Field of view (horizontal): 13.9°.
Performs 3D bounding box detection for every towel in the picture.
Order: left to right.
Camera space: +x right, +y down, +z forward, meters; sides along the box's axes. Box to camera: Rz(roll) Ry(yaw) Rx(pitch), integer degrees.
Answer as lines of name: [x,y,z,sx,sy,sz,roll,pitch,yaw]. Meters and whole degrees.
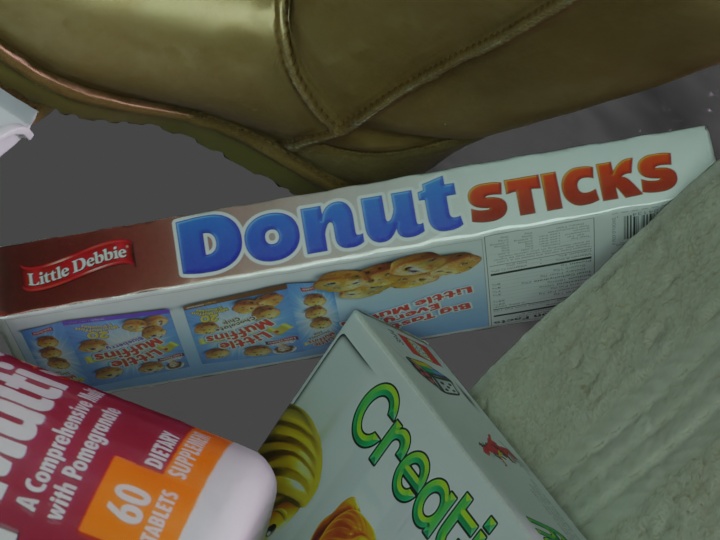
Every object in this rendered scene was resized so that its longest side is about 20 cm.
towel: [0.069,0.069,0.775,0.034,0.133,0.200,23,126,-37]

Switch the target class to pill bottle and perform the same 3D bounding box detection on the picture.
pill bottle: [-0.131,0.064,0.757,0.199,0.110,0.110,21,89,4]

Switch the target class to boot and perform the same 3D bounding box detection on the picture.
boot: [0.006,-0.086,0.746,0.175,0.200,0.066,20,66,-31]

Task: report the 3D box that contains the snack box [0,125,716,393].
snack box: [0.000,0.000,0.824,0.199,0.072,0.024,-10,69,0]

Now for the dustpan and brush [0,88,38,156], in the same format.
dustpan and brush: [-0.193,-0.027,0.715,0.139,0.057,0.200,33,59,22]

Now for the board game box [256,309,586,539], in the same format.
board game box: [0.013,0.114,0.759,0.035,0.200,0.127,25,105,-35]

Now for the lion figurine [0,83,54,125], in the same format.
lion figurine: [-0.148,-0.061,0.826,0.199,0.072,0.123,-9,74,8]
